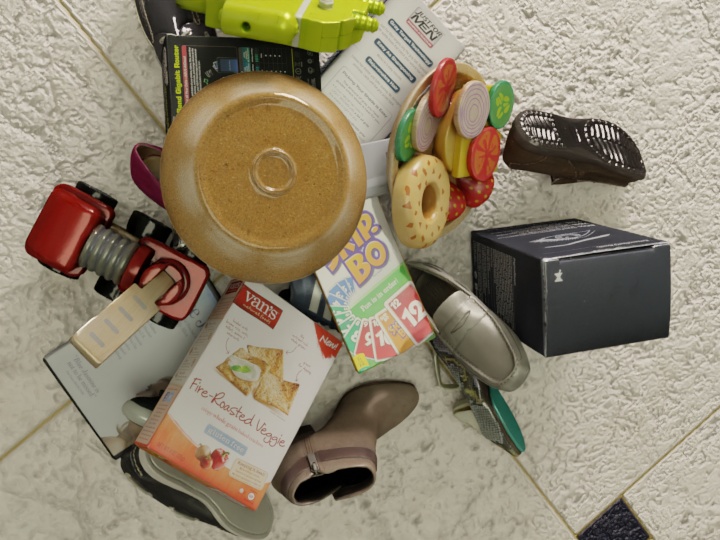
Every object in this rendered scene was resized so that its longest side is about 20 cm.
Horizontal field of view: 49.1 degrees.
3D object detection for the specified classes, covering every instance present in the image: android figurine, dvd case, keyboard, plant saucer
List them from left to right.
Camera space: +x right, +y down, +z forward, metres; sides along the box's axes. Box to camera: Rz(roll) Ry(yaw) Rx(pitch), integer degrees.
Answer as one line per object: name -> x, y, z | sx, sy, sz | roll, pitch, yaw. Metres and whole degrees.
dvd case -> -0.229, 0.102, 0.887 | 0.199, 0.018, 0.143 | -32, 104, -6
plant saucer -> -0.083, -0.089, 0.729 | 0.198, 0.035, 0.202 | 1, 87, -18
android figurine -> -0.075, -0.267, 0.780 | 0.198, 0.183, 0.041 | 13, 129, 4
keyboard -> 0.036, -0.115, 0.855 | 0.199, 0.011, 0.057 | -21, 96, -47

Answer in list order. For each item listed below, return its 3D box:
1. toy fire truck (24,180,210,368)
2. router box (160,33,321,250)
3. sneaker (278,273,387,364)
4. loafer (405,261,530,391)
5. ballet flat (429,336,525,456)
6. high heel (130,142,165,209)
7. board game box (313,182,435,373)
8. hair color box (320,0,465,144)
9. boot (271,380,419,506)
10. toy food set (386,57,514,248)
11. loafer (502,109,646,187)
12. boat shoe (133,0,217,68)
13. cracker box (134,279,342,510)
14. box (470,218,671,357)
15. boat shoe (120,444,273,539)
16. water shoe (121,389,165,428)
toy fire truck -> -0.244, 0.002, 0.760 | 0.175, 0.200, 0.129 | 29, 88, -8
router box -> -0.113, -0.123, 0.773 | 0.148, 0.062, 0.202 | -3, 89, -19
sneaker -> -0.045, 0.038, 0.895 | 0.084, 0.075, 0.201 | -36, 100, 2
loafer -> 0.108, 0.057, 0.865 | 0.070, 0.200, 0.070 | 30, 101, -44
ballet flat -> 0.135, 0.145, 0.962 | 0.072, 0.072, 0.202 | -28, 104, -7
high heel -> -0.145, -0.064, 0.808 | 0.199, 0.096, 0.068 | 34, 74, 6
board game box -> 0.000, 0.000, 0.849 | 0.095, 0.030, 0.202 | -24, 95, -8
hair color box -> 0.009, -0.204, 0.866 | 0.100, 0.061, 0.200 | 42, 89, -17
boot -> -0.007, 0.198, 0.887 | 0.198, 0.146, 0.071 | -23, 106, -8
toy food set -> 0.096, -0.129, 0.858 | 0.199, 0.048, 0.200 | -16, 117, -46
loafer -> 0.251, -0.139, 0.940 | 0.198, 0.071, 0.074 | 11, 58, -22
boat shoe -> -0.175, -0.225, 0.819 | 0.072, 0.063, 0.201 | -25, 104, -7
cracker box -> -0.122, 0.125, 0.823 | 0.134, 0.058, 0.201 | 37, 67, -22
box -> 0.226, 0.011, 0.881 | 0.146, 0.200, 0.105 | -7, 103, -11
boat shoe -> -0.184, 0.252, 0.901 | 0.060, 0.074, 0.200 | -26, 129, 34
water shoe -> -0.162, 0.141, 0.871 | 0.199, 0.071, 0.080 | 12, 87, -32
